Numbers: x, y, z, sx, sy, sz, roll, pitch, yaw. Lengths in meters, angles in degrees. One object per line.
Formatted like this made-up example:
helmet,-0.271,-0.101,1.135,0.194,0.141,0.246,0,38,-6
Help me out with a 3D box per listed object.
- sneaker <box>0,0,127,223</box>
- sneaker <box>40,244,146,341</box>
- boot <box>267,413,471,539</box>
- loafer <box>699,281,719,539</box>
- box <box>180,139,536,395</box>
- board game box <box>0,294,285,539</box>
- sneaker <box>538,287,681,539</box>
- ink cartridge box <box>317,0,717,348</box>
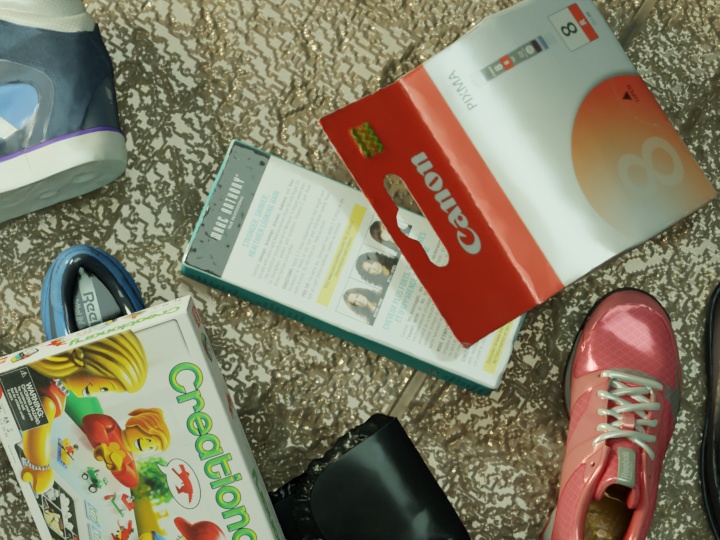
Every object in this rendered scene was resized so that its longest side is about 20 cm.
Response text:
sneaker,-0.244,-0.100,1.386,0.200,0.081,0.147,-17,75,-4
sneaker,-0.134,0.081,1.365,0.066,0.078,0.200,-21,86,-10
boot,0.049,0.154,1.331,0.076,0.200,0.168,-28,86,-53
loafer,0.240,0.096,1.403,0.072,0.063,0.200,-4,82,-6
box,0.000,0.000,1.402,0.200,0.049,0.082,22,80,-2
board game box,-0.120,0.127,1.335,0.126,0.035,0.200,-19,104,7
sneaker,0.155,0.107,1.382,0.074,0.087,0.200,11,81,-5
ink cartridge box,0.095,-0.067,1.381,0.200,0.050,0.162,-29,84,-39
